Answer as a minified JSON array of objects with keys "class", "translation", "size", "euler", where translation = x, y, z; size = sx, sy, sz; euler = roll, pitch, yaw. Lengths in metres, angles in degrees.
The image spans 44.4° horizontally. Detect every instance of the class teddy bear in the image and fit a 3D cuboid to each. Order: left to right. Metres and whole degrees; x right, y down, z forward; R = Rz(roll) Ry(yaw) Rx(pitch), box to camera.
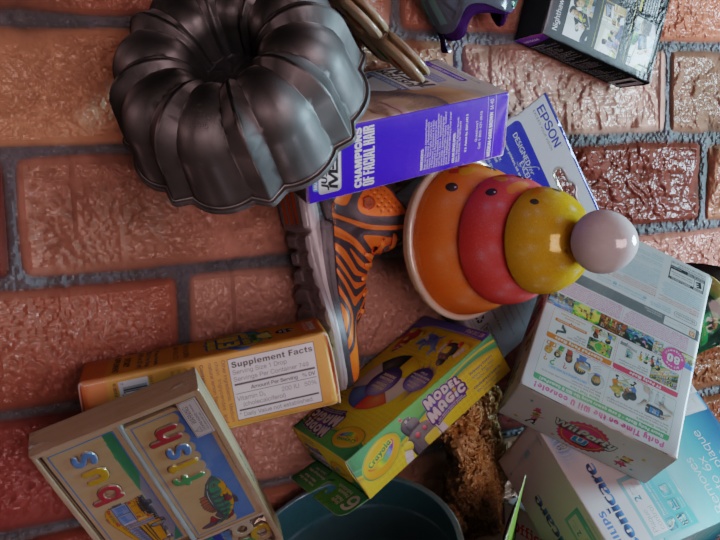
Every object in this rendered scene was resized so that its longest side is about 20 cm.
[{"class":"teddy bear","translation":[0.115,0.210,0.859],"size":[0.145,0.066,0.203],"euler":[17,79,-65]}]

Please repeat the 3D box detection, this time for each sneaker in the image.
[{"class":"sneaker","translation":[0.000,0.000,0.784],"size":[0.111,0.077,0.203],"euler":[-14,102,-25]},{"class":"sneaker","translation":[0.140,-0.289,0.833],"size":[0.199,0.074,0.088],"euler":[-31,120,-6]}]

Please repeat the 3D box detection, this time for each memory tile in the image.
[{"class":"memory tile","translation":[-0.028,-0.229,0.705],"size":[0.017,0.153,0.200],"euler":[-46,116,7]}]

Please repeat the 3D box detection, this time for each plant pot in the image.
[{"class":"plant pot","translation":[0.011,0.320,0.770],"size":[0.199,0.199,0.190],"euler":[-30,123,-22]}]

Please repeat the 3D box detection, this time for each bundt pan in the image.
[{"class":"bundt pan","translation":[-0.095,-0.148,0.648],"size":[0.202,0.201,0.076],"euler":[-48,153,-15]}]

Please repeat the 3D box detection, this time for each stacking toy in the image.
[{"class":"stacking toy","translation":[0.146,-0.027,0.736],"size":[0.145,0.199,0.148],"euler":[-2,93,-40]}]

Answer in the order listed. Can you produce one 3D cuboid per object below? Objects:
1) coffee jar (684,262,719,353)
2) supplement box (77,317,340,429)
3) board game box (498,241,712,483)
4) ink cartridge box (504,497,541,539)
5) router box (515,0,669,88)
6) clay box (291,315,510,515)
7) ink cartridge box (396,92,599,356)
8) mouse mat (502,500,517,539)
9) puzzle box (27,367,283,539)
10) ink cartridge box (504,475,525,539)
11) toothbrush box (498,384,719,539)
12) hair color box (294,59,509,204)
[{"class":"coffee jar","translation":[0.317,0.060,0.944],"size":[0.198,0.104,0.086],"euler":[-22,105,-25]},{"class":"supplement box","translation":[-0.120,0.091,0.710],"size":[0.197,0.067,0.070],"euler":[-9,100,-11]},{"class":"board game box","translation":[0.226,0.064,0.801],"size":[0.146,0.065,0.201],"euler":[25,56,3]},{"class":"ink cartridge box","translation":[0.223,0.344,0.902],"size":[0.082,0.145,0.203],"euler":[-7,99,-27]},{"class":"router box","translation":[0.250,-0.308,0.896],"size":[0.148,0.051,0.203],"euler":[15,88,-27]},{"class":"clay box","translation":[0.025,0.124,0.790],"size":[0.199,0.115,0.048],"euler":[-38,110,-20]},{"class":"ink cartridge box","translation":[0.145,-0.039,0.878],"size":[0.199,0.047,0.199],"euler":[-38,110,-22]},{"class":"mouse mat","translation":[0.109,0.324,0.783],"size":[0.162,0.007,0.201],"euler":[84,26,-46]},{"class":"puzzle box","translation":[-0.152,0.174,0.689],"size":[0.132,0.026,0.201],"euler":[-22,129,-2]},{"class":"ink cartridge box","translation":[0.133,0.290,0.698],"size":[0.148,0.075,0.202],"euler":[-56,155,-46]},{"class":"toothbrush box","translation":[0.253,0.194,0.822],"size":[0.198,0.147,0.086],"euler":[-10,145,-27]},{"class":"hair color box","translation":[0.015,-0.124,0.751],"size":[0.198,0.109,0.066],"euler":[-18,125,-26]}]
